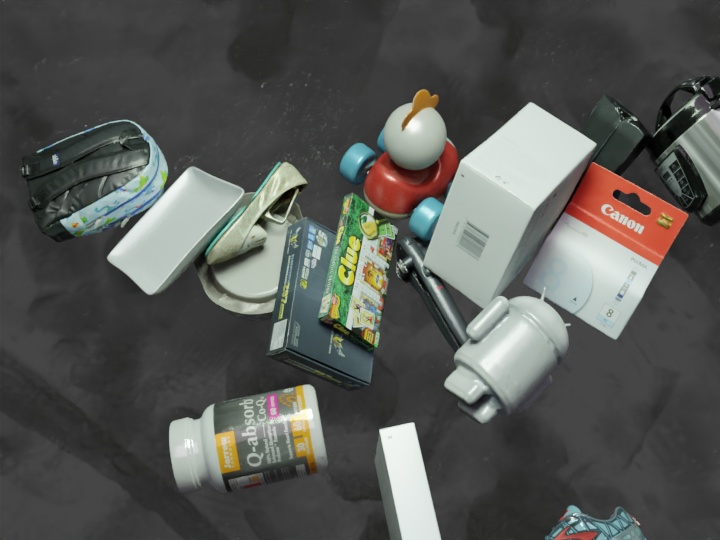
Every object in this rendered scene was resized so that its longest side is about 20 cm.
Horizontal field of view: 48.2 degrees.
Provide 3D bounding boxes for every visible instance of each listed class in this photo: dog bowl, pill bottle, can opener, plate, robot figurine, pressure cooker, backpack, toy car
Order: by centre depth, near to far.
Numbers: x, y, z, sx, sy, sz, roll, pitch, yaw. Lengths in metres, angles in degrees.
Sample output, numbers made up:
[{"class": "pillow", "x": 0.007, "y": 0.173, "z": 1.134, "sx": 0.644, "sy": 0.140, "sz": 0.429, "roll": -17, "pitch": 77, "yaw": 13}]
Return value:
[{"class": "pill bottle", "x": -0.146, "y": 0.227, "z": 1.068, "sx": 0.195, "sy": 0.117, "sz": 0.119, "roll": -11, "pitch": 64, "yaw": -5}, {"class": "robot figurine", "x": 0.208, "y": 0.117, "z": 1.110, "sx": 0.200, "sy": 0.171, "sz": 0.112, "roll": -43, "pitch": 30, "yaw": -13}, {"class": "can opener", "x": 0.111, "y": 0.032, "z": 1.188, "sx": 0.077, "sy": 0.064, "sz": 0.203, "roll": -23, "pitch": 65, "yaw": -11}, {"class": "plate", "x": -0.273, "y": -0.058, "z": 1.204, "sx": 0.200, "sy": 0.032, "sz": 0.199, "roll": -50, "pitch": 38, "yaw": -12}, {"class": "toy car", "x": 0.089, "y": -0.189, "z": 1.206, "sx": 0.184, "sy": 0.202, "sz": 0.176, "roll": 40, "pitch": 55, "yaw": 21}, {"class": "dog bowl", "x": -0.155, "y": -0.017, "z": 1.219, "sx": 0.195, "sy": 0.059, "sz": 0.204, "roll": 0, "pitch": 64, "yaw": 0}, {"class": "pressure cooker", "x": 0.533, "y": -0.192, "z": 1.221, "sx": 0.177, "sy": 0.176, "sz": 0.202, "roll": -21, "pitch": 71, "yaw": -52}, {"class": "backpack", "x": -0.400, "y": -0.146, "z": 1.251, "sx": 0.198, "sy": 0.154, "sz": 0.165, "roll": -34, "pitch": 60, "yaw": 8}]

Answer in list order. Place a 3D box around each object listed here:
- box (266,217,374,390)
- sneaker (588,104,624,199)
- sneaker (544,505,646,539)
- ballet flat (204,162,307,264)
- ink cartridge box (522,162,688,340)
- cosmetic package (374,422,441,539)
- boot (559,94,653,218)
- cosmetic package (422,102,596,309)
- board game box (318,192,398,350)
[{"class": "box", "x": -0.045, "y": 0.049, "z": 1.141, "sx": 0.156, "sy": 0.050, "sz": 0.204, "roll": 28, "pitch": 58, "yaw": -35}, {"class": "sneaker", "x": 0.399, "y": -0.198, "z": 1.286, "sx": 0.068, "sy": 0.082, "sz": 0.204, "roll": 7, "pitch": 64, "yaw": 4}, {"class": "sneaker", "x": 0.269, "y": 0.356, "z": 1.032, "sx": 0.195, "sy": 0.080, "sz": 0.097, "roll": -7, "pitch": 54, "yaw": -12}, {"class": "ballet flat", "x": -0.147, "y": -0.076, "z": 1.182, "sx": 0.062, "sy": 0.068, "sz": 0.201, "roll": 36, "pitch": 70, "yaw": 0}, {"class": "ink cartridge box", "x": 0.350, "y": -0.028, "z": 1.161, "sx": 0.158, "sy": 0.047, "sz": 0.203, "roll": 32, "pitch": 110, "yaw": 17}, {"class": "cosmetic package", "x": 0.062, "y": 0.312, "z": 1.004, "sx": 0.050, "sy": 0.152, "sz": 0.204, "roll": -10, "pitch": 64, "yaw": -4}, {"class": "boot", "x": 0.316, "y": -0.179, "z": 1.214, "sx": 0.165, "sy": 0.201, "sz": 0.065, "roll": 43, "pitch": 39, "yaw": 13}, {"class": "cosmetic package", "x": 0.210, "y": -0.092, "z": 1.142, "sx": 0.122, "sy": 0.202, "sz": 0.200, "roll": 34, "pitch": 49, "yaw": 16}, {"class": "board game box", "x": 0.000, "y": 0.000, "z": 1.151, "sx": 0.104, "sy": 0.023, "sz": 0.204, "roll": 32, "pitch": 54, "yaw": -33}]
